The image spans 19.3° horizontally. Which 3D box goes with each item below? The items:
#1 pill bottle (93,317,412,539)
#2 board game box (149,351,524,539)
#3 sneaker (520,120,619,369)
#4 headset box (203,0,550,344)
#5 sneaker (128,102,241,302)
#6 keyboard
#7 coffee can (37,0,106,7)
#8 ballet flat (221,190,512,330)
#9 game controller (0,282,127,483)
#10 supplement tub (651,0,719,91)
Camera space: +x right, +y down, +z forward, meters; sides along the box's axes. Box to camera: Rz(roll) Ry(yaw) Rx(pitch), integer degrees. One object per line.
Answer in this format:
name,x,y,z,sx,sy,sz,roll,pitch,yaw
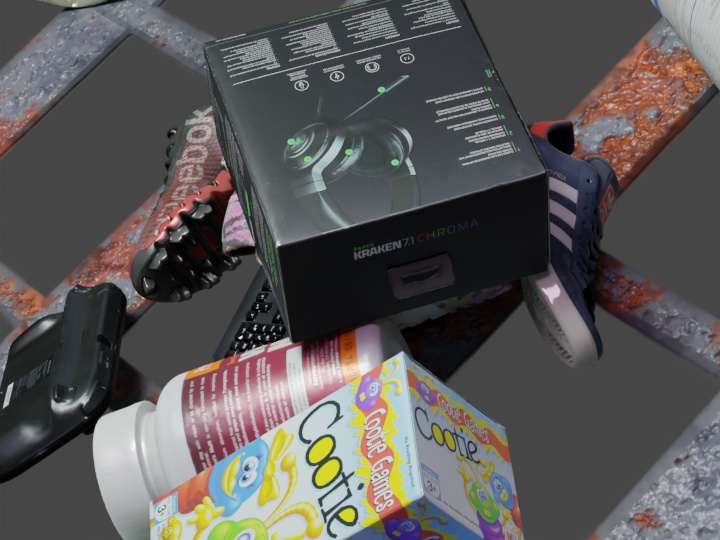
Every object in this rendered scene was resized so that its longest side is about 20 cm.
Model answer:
pill bottle,-0.061,0.106,1.339,0.198,0.110,0.110,-18,46,13
board game box,-0.016,0.155,1.239,0.199,0.105,0.104,-32,42,25
sneaker,0.137,-0.026,1.375,0.084,0.075,0.201,-17,52,-3
headset box,0.011,-0.067,1.319,0.172,0.093,0.201,-16,49,-8
sneaker,-0.111,-0.060,1.533,0.097,0.071,0.201,19,61,37
keyboard,-0.028,-0.015,1.474,0.103,0.040,0.201,7,57,33
coffee can,-0.236,-0.345,1.787,0.145,0.147,0.201,-6,51,23
ballet flat,0.000,0.000,1.409,0.198,0.069,0.072,20,86,8
game controller,-0.208,0.074,1.450,0.104,0.042,0.200,-42,18,15
supplement tub,0.279,-0.165,1.374,0.131,0.132,0.201,-30,45,1
